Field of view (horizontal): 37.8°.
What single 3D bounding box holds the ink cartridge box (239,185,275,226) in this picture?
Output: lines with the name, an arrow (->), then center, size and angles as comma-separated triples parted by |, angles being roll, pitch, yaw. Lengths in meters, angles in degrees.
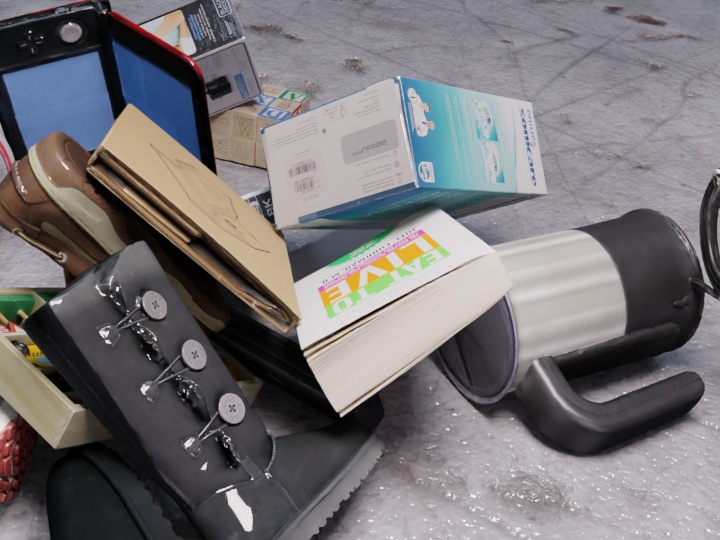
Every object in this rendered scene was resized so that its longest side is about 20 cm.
ink cartridge box -> -0.132, -0.027, 0.878 | 0.199, 0.040, 0.099 | -27, 3, -42

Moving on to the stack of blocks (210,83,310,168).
stack of blocks -> -0.156, -0.177, 1.154 | 0.196, 0.060, 0.115 | 14, 32, 14

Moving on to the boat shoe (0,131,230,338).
boat shoe -> -0.166, -0.008, 0.703 | 0.074, 0.203, 0.075 | -35, 44, 6

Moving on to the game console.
game console -> -0.225, -0.121, 0.926 | 0.169, 0.202, 0.120 | -17, 55, -14

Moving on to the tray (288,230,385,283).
tray -> 0.000, 0.000, 0.923 | 0.106, 0.023, 0.199 | 27, 37, 30

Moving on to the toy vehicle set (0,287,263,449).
toy vehicle set -> -0.164, 0.056, 0.693 | 0.124, 0.027, 0.199 | 36, 15, 22

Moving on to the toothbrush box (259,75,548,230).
toothbrush box -> 0.039, -0.088, 0.857 | 0.145, 0.087, 0.198 | -13, -6, 37

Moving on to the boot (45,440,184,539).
boot -> -0.169, 0.183, 0.546 | 0.161, 0.075, 0.197 | -23, 39, -31

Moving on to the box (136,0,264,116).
box -> -0.203, -0.187, 1.037 | 0.197, 0.117, 0.061 | -22, 72, -4

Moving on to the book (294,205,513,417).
book -> 0.020, 0.014, 0.716 | 0.132, 0.049, 0.200 | -31, 13, -1

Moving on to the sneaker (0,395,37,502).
sneaker -> -0.248, 0.080, 0.686 | 0.081, 0.079, 0.200 | 12, 19, -19

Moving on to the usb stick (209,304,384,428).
usb stick -> -0.067, 0.063, 0.777 | 0.198, 0.056, 0.033 | 25, 72, 30

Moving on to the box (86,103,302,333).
box -> -0.111, -0.043, 0.734 | 0.163, 0.021, 0.200 | 41, 7, -16

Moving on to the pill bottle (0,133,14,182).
pill bottle -> -0.363, -0.045, 0.837 | 0.117, 0.122, 0.201 | 6, 30, 1

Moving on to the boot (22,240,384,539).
boot -> -0.085, 0.071, 0.635 | 0.201, 0.066, 0.165 | 49, 28, 1

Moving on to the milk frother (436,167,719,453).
milk frother -> 0.178, 0.006, 0.771 | 0.185, 0.203, 0.181 | -12, 38, -27
